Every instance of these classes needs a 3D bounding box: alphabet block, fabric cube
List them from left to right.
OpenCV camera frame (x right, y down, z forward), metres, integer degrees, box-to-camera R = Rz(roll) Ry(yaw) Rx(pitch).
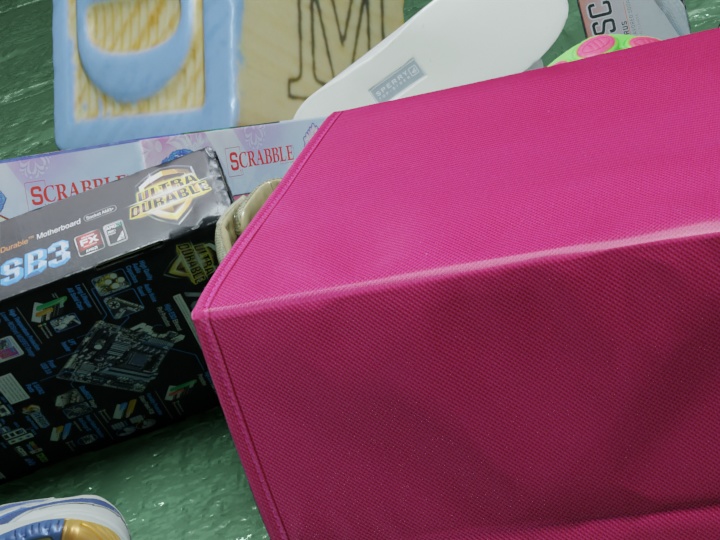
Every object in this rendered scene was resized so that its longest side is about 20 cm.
[{"bbox_3d":[-0.098,-0.182,1.262,0.195,0.198,0.200,1,0,40],"label":"alphabet block"},{"bbox_3d":[0.084,0.043,0.616,0.198,0.201,0.196,-10,22,18],"label":"fabric cube"}]

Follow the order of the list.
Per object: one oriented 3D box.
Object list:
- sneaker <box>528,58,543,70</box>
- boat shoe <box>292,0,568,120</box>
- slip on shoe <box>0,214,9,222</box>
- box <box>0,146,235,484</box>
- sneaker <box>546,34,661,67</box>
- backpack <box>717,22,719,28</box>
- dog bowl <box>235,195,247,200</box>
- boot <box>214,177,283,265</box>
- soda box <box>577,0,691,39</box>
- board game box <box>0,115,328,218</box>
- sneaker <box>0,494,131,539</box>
[{"bbox_3d":[0.045,-0.121,1.175,0.199,0.100,0.078,-18,17,-27],"label":"sneaker"},{"bbox_3d":[0.043,-0.128,1.090,0.200,0.072,0.069,-38,6,2],"label":"boat shoe"},{"bbox_3d":[-0.180,0.010,0.922,0.074,0.061,0.200,-25,-26,10],"label":"slip on shoe"},{"bbox_3d":[-0.143,0.034,0.873,0.198,0.200,0.050,-21,63,-2],"label":"box"},{"bbox_3d":[0.194,-0.098,1.027,0.199,0.084,0.077,-5,48,-22],"label":"sneaker"},{"bbox_3d":[0.268,-0.097,0.865,0.199,0.164,0.154,-8,40,-11],"label":"backpack"},{"bbox_3d":[-0.104,-0.018,1.114,0.199,0.074,0.200,-16,20,6],"label":"dog bowl"},{"bbox_3d":[-0.016,0.023,0.810,0.072,0.155,0.200,-14,22,10],"label":"boot"},{"bbox_3d":[0.177,-0.177,1.093,0.068,0.201,0.064,-13,21,11],"label":"soda box"},{"bbox_3d":[-0.146,-0.055,0.996,0.199,0.041,0.199,-6,5,30],"label":"board game box"},{"bbox_3d":[-0.200,0.156,0.778,0.199,0.076,0.088,-12,9,-1],"label":"sneaker"}]
